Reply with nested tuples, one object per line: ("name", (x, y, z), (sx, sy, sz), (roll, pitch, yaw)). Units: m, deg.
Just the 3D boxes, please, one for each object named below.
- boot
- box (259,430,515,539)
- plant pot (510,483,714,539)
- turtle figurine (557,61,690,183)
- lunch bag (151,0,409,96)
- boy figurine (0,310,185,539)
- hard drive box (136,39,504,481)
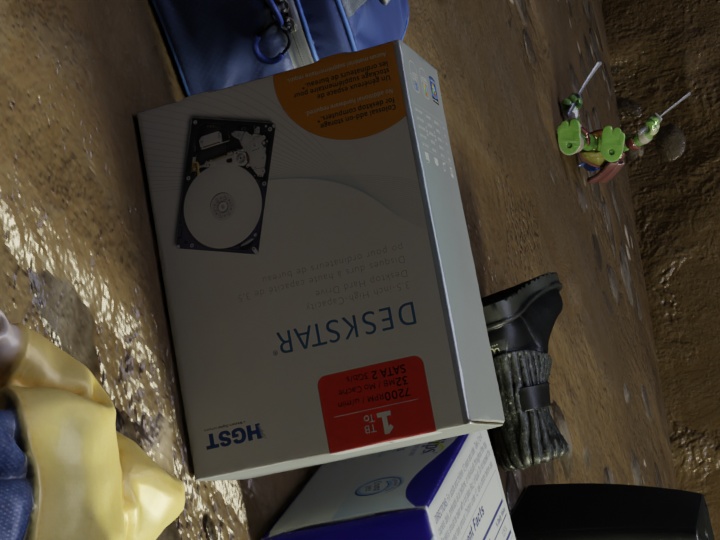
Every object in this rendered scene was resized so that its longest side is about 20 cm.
("boot", (0.158, 0.096, 1.551), (0.211, 0.079, 0.159), (-23, 93, -63))
("box", (0.035, 0.213, 0.988), (0.184, 0.104, 0.202), (-40, 117, -73))
("plant pot", (0.248, 0.306, 1.530), (0.199, 0.176, 0.202), (-26, 103, -73))
("turtle figurine", (0.367, -0.229, 2.450), (0.144, 0.200, 0.194), (43, 19, 7))
("lunch bag", (-0.040, -0.179, 0.992), (0.200, 0.131, 0.137), (-71, 145, -63))
("boy figurine", (-0.127, 0.076, 0.612), (0.200, 0.064, 0.126), (23, 55, -72))
("hard drive box", (-0.021, -0.001, 0.873), (0.077, 0.154, 0.202), (18, 60, -71))
